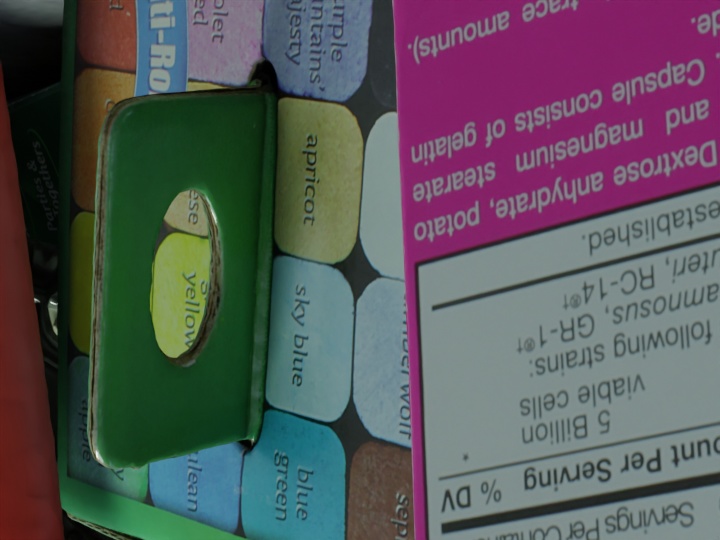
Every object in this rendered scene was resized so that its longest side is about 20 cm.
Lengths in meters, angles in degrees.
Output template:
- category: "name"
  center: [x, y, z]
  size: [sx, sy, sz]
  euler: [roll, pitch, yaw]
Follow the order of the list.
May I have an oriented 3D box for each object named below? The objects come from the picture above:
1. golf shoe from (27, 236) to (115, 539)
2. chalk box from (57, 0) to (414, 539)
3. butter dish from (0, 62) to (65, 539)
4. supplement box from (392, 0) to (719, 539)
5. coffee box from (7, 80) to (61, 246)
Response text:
- category: "golf shoe"
  center: [-0.093, 0.021, 0.721]
  size: [0.077, 0.200, 0.088]
  euler: [-40, 174, -9]
- category: "chalk box"
  center: [0.020, -0.005, 0.555]
  size: [0.200, 0.125, 0.124]
  euler: [-4, -168, -42]
- category: "butter dish"
  center: [-0.150, -0.013, 0.605]
  size: [0.199, 0.200, 0.148]
  euler: [-4, -170, 12]
- category: "supplement box"
  center: [0.072, -0.035, 0.411]
  size: [0.103, 0.201, 0.101]
  euler: [-13, 163, 42]
- category: "coffee box"
  center: [-0.053, 0.006, 0.745]
  size: [0.044, 0.123, 0.200]
  euler: [-22, -179, -40]
